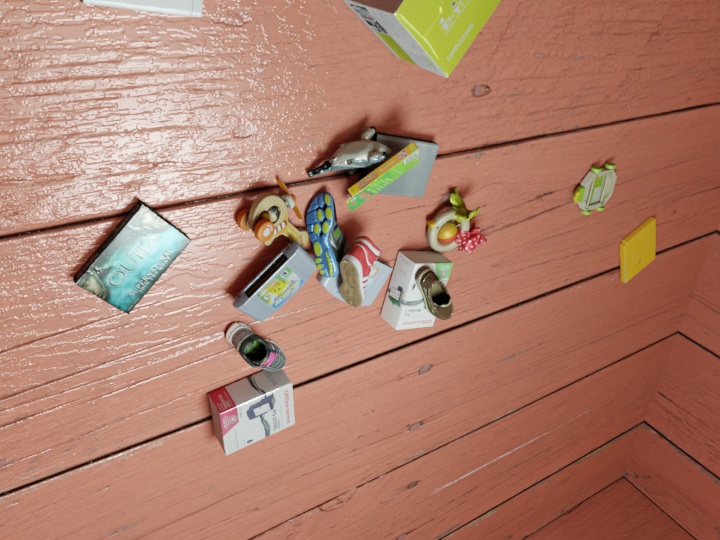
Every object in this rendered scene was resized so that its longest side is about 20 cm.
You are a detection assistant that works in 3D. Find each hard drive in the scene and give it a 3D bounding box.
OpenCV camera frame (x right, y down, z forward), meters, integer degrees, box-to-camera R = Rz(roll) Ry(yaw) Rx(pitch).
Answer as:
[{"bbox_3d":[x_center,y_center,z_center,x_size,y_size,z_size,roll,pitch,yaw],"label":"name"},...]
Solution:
[{"bbox_3d":[-0.353,-0.496,1.035,0.197,0.027,0.135,-7,121,-34],"label":"hard drive"},{"bbox_3d":[0.090,-0.252,1.527,0.197,0.033,0.142,0,117,-37],"label":"hard drive"}]

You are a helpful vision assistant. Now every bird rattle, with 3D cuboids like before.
[{"bbox_3d":[0.251,-0.116,1.720,0.160,0.114,0.202,-25,143,-8],"label":"bird rattle"}]

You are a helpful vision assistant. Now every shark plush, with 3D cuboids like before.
[{"bbox_3d":[-0.018,-0.233,1.410,0.197,0.092,0.084,-28,153,-13],"label":"shark plush"}]

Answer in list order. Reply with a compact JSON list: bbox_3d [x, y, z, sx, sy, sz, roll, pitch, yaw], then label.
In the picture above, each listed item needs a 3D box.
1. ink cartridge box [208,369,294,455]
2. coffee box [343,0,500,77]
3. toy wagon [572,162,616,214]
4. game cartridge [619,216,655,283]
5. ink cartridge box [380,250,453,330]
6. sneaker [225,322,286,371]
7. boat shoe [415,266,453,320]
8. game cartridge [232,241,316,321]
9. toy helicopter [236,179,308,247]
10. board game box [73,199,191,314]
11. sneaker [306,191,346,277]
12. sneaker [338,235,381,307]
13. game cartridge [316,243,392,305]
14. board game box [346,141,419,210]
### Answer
[{"bbox_3d":[-0.268,0.347,1.589,0.197,0.084,0.147,-19,128,-27],"label":"ink cartridge box"},{"bbox_3d":[0.124,-0.543,1.254,0.199,0.197,0.201,32,96,-44],"label":"coffee box"},{"bbox_3d":[0.742,-0.259,2.024,0.197,0.039,0.158,-16,125,-29],"label":"toy wagon"},{"bbox_3d":[1.041,-0.076,2.379,0.175,0.032,0.202,-35,130,-15],"label":"game cartridge"},{"bbox_3d":[0.153,0.054,1.731,0.144,0.084,0.204,-3,118,-36],"label":"ink cartridge box"},{"bbox_3d":[-0.239,0.201,1.518,0.074,0.087,0.200,-46,135,-3],"label":"sneaker"},{"bbox_3d":[0.207,0.078,1.676,0.075,0.075,0.203,-45,135,-5],"label":"boat shoe"},{"bbox_3d":[-0.191,0.031,1.456,0.200,0.041,0.133,-45,157,0],"label":"game cartridge"},{"bbox_3d":[-0.171,-0.111,1.402,0.134,0.078,0.200,-59,146,-4],"label":"toy helicopter"},{"bbox_3d":[-0.450,-0.023,1.255,0.201,0.028,0.135,-50,136,-1],"label":"board game box"},{"bbox_3d":[-0.077,-0.086,1.482,0.083,0.069,0.204,-48,135,-58],"label":"sneaker"},{"bbox_3d":[0.000,0.000,1.541,0.113,0.070,0.202,-56,163,-30],"label":"sneaker"},{"bbox_3d":[-0.014,0.017,1.614,0.198,0.041,0.135,24,97,-44],"label":"game cartridge"},{"bbox_3d":[0.048,-0.210,1.437,0.199,0.030,0.096,-38,169,0],"label":"board game box"}]
